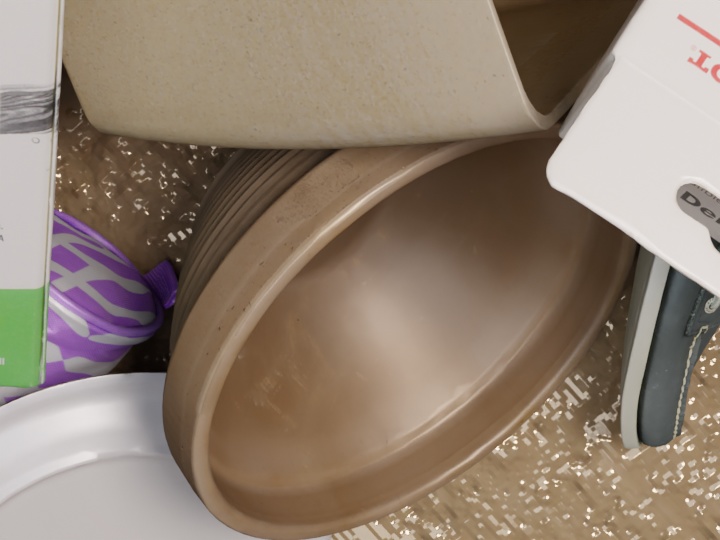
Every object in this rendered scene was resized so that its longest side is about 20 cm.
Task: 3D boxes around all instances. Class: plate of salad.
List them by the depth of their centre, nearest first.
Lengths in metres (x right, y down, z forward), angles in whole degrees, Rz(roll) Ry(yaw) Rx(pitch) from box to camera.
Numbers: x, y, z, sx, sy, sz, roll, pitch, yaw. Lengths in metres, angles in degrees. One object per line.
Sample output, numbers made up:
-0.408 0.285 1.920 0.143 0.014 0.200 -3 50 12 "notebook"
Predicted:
-0.109 0.113 0.866 0.200 0.048 0.200 -11 132 -13 "plate of salad"

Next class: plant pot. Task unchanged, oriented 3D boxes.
-0.017 -0.148 0.722 0.177 0.200 0.200 -14 106 30 "plant pot"
0.000 0.000 0.786 0.093 0.201 0.201 48 115 33 "plant pot"

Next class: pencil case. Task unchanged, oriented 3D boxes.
-0.166 0.063 0.872 0.085 0.084 0.200 24 119 -36 "pencil case"

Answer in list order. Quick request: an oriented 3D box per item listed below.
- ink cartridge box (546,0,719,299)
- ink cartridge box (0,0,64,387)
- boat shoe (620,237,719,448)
0.142 -0.064 0.632 0.117 0.067 0.200 35 71 2 "ink cartridge box"
-0.168 -0.065 0.666 0.146 0.084 0.200 4 127 -9 "ink cartridge box"
0.137 -0.009 0.780 0.062 0.073 0.200 10 124 4 "boat shoe"
